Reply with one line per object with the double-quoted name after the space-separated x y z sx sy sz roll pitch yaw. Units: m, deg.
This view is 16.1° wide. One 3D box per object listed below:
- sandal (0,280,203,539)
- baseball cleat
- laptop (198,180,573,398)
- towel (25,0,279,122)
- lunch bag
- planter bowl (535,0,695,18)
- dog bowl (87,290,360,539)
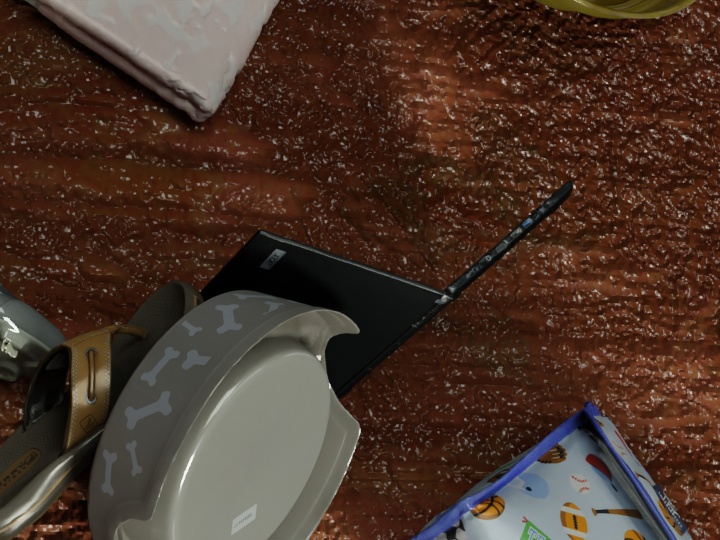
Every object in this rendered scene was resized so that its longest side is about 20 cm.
-0.166 0.073 1.443 0.200 0.082 0.055 -42 118 -13 "sandal"
-0.249 -0.013 1.475 0.200 0.070 0.107 28 56 -14 "baseball cleat"
0.000 0.000 1.537 0.103 0.177 0.200 49 54 1 "laptop"
-0.139 -0.217 1.663 0.191 0.032 0.200 33 54 -9 "towel"
0.137 0.185 1.556 0.170 0.124 0.200 55 40 6 "lunch bag"
0.151 -0.247 1.805 0.200 0.083 0.201 12 61 -23 "planter bowl"
-0.077 0.102 1.443 0.059 0.201 0.200 28 47 28 "dog bowl"
